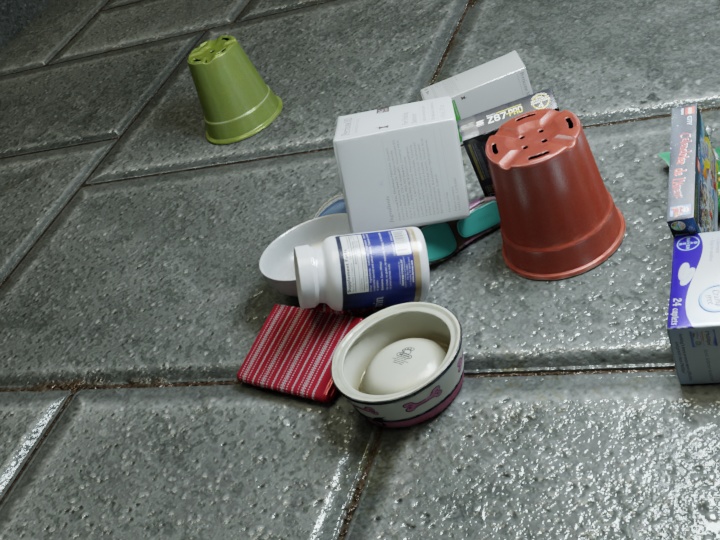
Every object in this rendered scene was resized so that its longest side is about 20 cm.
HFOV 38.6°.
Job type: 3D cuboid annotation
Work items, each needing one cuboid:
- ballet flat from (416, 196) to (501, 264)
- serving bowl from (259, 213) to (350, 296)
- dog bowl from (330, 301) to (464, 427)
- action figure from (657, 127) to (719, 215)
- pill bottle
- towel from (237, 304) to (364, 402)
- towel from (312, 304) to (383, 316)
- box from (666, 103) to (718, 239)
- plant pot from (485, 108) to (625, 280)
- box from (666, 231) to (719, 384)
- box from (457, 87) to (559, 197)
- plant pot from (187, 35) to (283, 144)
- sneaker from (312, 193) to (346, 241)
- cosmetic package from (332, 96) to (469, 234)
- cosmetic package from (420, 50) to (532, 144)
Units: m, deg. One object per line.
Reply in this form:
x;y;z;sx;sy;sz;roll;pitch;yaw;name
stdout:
0.148;-0.066;1.708;0.198;0.070;0.071;-28;13;-12;ballet flat
-0.068;-0.016;1.729;0.197;0.066;0.201;-16;30;10;serving bowl
0.061;0.139;1.472;0.197;0.074;0.201;-18;34;12;dog bowl
0.535;-0.143;1.568;0.116;0.055;0.201;-15;39;10;action figure
0.000;0.000;1.576;0.197;0.117;0.116;-6;34;-6;pill bottle
-0.091;0.126;1.598;0.198;0.023;0.146;7;60;40;towel
0.010;0.026;1.702;0.197;0.023;0.145;-18;33;8;towel
0.469;-0.112;1.447;0.037;0.137;0.202;-8;52;30;box
0.287;-0.125;1.571;0.198;0.197;0.202;-17;35;12;plant pot
0.498;0.039;1.298;0.197;0.106;0.185;-6;39;25;box
0.259;-0.197;1.684;0.159;0.200;0.050;-20;57;11;box
-0.304;-0.424;2.354;0.197;0.191;0.201;-17;35;12;plant pot
0.005;-0.096;1.819;0.198;0.079;0.089;-24;31;1;sneaker
0.067;-0.171;1.679;0.197;0.167;0.165;-9;20;5;cosmetic package
0.225;-0.321;1.953;0.198;0.108;0.085;-22;34;7;cosmetic package
